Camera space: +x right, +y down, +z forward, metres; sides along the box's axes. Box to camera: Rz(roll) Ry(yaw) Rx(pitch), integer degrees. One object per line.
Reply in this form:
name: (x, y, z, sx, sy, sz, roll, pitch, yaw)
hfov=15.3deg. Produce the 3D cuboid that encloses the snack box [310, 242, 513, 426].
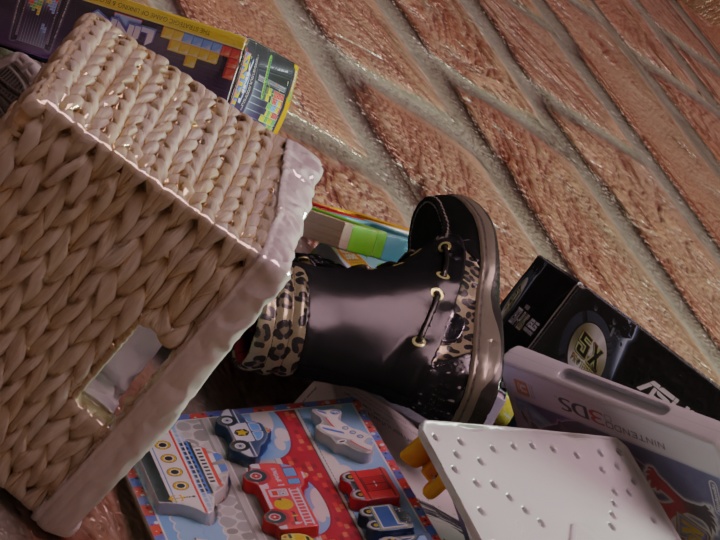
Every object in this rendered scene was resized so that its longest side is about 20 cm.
snack box: (0.051, 0.069, 1.917, 0.200, 0.053, 0.142, 51, 19, 26)

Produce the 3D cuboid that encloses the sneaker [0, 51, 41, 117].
sneaker: (-0.172, -0.057, 1.683, 0.099, 0.078, 0.200, 31, 21, -45)

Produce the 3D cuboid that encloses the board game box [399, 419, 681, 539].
board game box: (0.128, 0.176, 1.480, 0.200, 0.026, 0.200, 9, 45, -51)

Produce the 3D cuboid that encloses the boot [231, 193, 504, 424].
boot: (0.002, 0.008, 1.589, 0.154, 0.073, 0.204, 14, 35, -14)

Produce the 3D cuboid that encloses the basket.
basket: (-0.145, -0.007, 1.410, 0.161, 0.198, 0.200, 38, 18, -9)

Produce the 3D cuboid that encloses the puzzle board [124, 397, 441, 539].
puzzle board: (-0.043, 0.127, 1.448, 0.151, 0.017, 0.200, -4, 29, -18)

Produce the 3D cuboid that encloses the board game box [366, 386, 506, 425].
board game box: (-0.001, 0.047, 1.720, 0.200, 0.041, 0.200, 29, 2, 4)

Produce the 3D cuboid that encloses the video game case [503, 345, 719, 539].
video game case: (0.176, 0.153, 1.651, 0.182, 0.023, 0.200, 20, -41, 45)

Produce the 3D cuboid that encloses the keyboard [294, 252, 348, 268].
keyboard: (0.000, 0.000, 1.750, 0.104, 0.040, 0.200, 28, 3, 2)

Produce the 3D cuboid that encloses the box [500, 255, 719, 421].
box: (0.184, 0.089, 1.790, 0.200, 0.086, 0.164, 37, 2, -7)

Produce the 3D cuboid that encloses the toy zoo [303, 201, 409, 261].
toy zoo: (0.000, -0.027, 1.893, 0.131, 0.020, 0.200, 20, 4, 37)

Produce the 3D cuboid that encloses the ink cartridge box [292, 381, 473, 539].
ink cartridge box: (0.021, 0.169, 1.553, 0.145, 0.084, 0.200, 34, 19, -24)

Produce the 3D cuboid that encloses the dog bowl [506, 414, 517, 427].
dog bowl: (0.149, 0.184, 1.818, 0.200, 0.050, 0.111, 47, 8, -26)

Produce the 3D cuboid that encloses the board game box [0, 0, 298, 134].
board game box: (-0.155, -0.149, 1.777, 0.200, 0.057, 0.165, 18, 2, 11)
